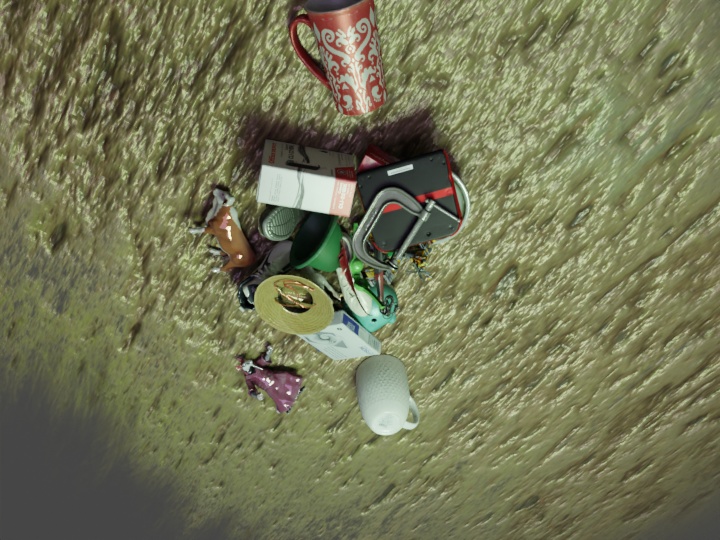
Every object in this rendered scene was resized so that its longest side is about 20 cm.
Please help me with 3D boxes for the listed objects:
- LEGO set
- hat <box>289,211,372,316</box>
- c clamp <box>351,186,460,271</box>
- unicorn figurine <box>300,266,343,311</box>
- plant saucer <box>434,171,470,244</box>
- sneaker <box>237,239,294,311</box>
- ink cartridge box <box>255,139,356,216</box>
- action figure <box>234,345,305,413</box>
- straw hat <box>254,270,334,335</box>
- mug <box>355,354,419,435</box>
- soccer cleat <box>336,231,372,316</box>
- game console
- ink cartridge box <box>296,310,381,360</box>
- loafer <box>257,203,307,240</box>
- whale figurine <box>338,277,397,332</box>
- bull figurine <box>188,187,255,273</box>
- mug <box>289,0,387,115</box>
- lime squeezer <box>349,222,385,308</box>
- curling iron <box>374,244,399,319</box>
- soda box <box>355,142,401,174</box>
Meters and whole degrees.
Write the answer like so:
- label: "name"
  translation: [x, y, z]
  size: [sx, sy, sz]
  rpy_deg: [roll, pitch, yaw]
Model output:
- label: "LEGO set"
  translation: [0.064, -0.041, 1.359]
  size: [0.196, 0.117, 0.155]
  rpy_deg: [-1, 135, 34]
- label: "hat"
  translation: [-0.047, -0.029, 1.351]
  size: [0.174, 0.204, 0.164]
  rpy_deg: [34, 158, -28]
- label: "c clamp"
  translation: [0.080, -0.077, 1.243]
  size: [0.169, 0.027, 0.201]
  rpy_deg: [37, 111, -4]
- label: "unicorn figurine"
  translation: [-0.099, 0.034, 1.447]
  size: [0.137, 0.073, 0.202]
  rpy_deg: [41, 138, 20]
- label: "plant saucer"
  translation: [0.149, -0.156, 1.356]
  size: [0.194, 0.051, 0.204]
  rpy_deg: [7, 126, 10]
- label: "sneaker"
  translation: [-0.220, 0.023, 1.406]
  size: [0.198, 0.130, 0.080]
  rpy_deg: [-37, 106, 23]
- label: "ink cartridge box"
  translation: [-0.114, -0.194, 1.264]
  size: [0.194, 0.146, 0.086]
  rpy_deg: [8, 121, -10]
- label: "action figure"
  translation: [-0.249, 0.288, 1.633]
  size: [0.197, 0.136, 0.149]
  rpy_deg: [32, 160, -10]
- label: "straw hat"
  translation: [-0.144, 0.050, 1.377]
  size: [0.195, 0.087, 0.204]
  rpy_deg: [4, 137, 4]
- label: "mug"
  translation: [0.082, 0.354, 1.636]
  size: [0.198, 0.177, 0.148]
  rpy_deg: [32, 117, -24]
- label: "soccer cleat"
  translation: [-0.026, 0.012, 1.405]
  size: [0.068, 0.078, 0.205]
  rpy_deg: [-17, 92, 13]
- label: "game console"
  translation: [0.101, -0.138, 1.248]
  size: [0.195, 0.031, 0.181]
  rpy_deg: [-13, 106, 13]
- label: "ink cartridge box"
  translation: [-0.077, 0.169, 1.507]
  size: [0.196, 0.042, 0.199]
  rpy_deg: [-11, 147, 29]
- label: "loafer"
  translation: [-0.172, -0.119, 1.290]
  size: [0.068, 0.200, 0.077]
  rpy_deg: [2, 113, 18]
- label: "whale figurine"
  translation: [0.018, 0.116, 1.512]
  size: [0.155, 0.105, 0.203]
  rpy_deg: [15, 125, -15]
- label: "bull figurine"
  translation: [-0.311, -0.085, 1.373]
  size: [0.118, 0.066, 0.203]
  rpy_deg: [-14, 122, 10]
- label: "mug"
  translation: [-0.031, -0.419, 1.154]
  size: [0.132, 0.176, 0.203]
  rpy_deg: [-37, 133, -23]
- label: "lime squeezer"
  translation: [0.000, 0.000, 1.348]
  size: [0.037, 0.205, 0.071]
  rpy_deg: [-12, 163, -18]
- label: "curling iron"
  translation: [0.051, 0.004, 1.325]
  size: [0.048, 0.026, 0.206]
  rpy_deg: [-7, 97, 17]
- label: "soda box"
  translation: [0.086, -0.182, 1.283]
  size: [0.197, 0.064, 0.071]
  rpy_deg: [29, 127, -6]
